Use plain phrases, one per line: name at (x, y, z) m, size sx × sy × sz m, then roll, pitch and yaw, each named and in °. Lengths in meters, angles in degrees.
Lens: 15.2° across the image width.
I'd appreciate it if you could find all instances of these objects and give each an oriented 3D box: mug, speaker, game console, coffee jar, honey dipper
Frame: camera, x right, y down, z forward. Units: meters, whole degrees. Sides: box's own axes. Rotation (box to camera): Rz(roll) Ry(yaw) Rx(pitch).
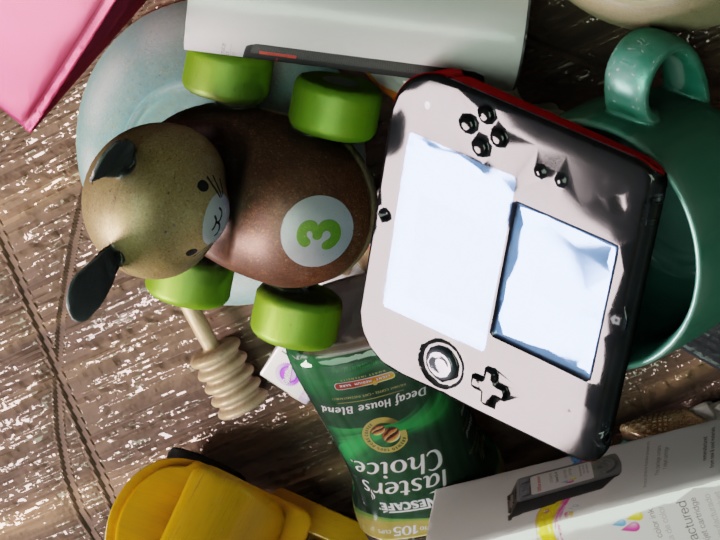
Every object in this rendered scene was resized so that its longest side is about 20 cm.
mug at (0.173, -0.039, 1.570) m, size 0.152 × 0.114 × 0.185 m, roll 53°, pitch 132°, yaw 11°
speaker at (-0.004, -0.157, 1.580) m, size 0.200 × 0.081 × 0.081 m, roll 7°, pitch 119°, yaw -3°
game console at (0.084, -0.005, 1.562) m, size 0.177 × 0.031 × 0.200 m, roll 28°, pitch 125°, yaw 30°
coffee jar at (0.028, 0.099, 1.739) m, size 0.104 × 0.085 × 0.200 m, roll -14°, pitch 126°, yaw 11°
honey dipper at (-0.121, 0.005, 1.796) m, size 0.038 × 0.038 × 0.200 m, roll -20°, pitch 105°, yaw 25°

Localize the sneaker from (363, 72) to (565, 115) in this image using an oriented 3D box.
sneaker at (0.047, -0.138, 1.655) m, size 0.092 × 0.076 × 0.200 m, roll -39°, pitch 93°, yaw 3°

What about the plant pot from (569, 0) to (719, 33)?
plant pot at (0.169, -0.215, 1.528) m, size 0.200 × 0.134 × 0.200 m, roll 7°, pitch 118°, yaw 14°

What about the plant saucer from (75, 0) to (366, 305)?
plant saucer at (-0.096, -0.071, 1.717) m, size 0.201 × 0.039 × 0.201 m, roll 4°, pitch 103°, yaw 18°

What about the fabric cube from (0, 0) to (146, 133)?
fabric cube at (-0.190, -0.242, 1.566) m, size 0.199 × 0.200 × 0.196 m, roll 39°, pitch 139°, yaw -4°

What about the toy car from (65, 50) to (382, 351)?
toy car at (-0.099, -0.037, 1.589) m, size 0.158 × 0.200 × 0.164 m, roll 20°, pitch 109°, yaw 28°

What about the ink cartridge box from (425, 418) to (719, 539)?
ink cartridge box at (0.158, 0.192, 1.684) m, size 0.200 × 0.086 × 0.148 m, roll -17°, pitch 111°, yaw 14°

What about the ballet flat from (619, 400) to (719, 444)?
ballet flat at (0.266, 0.115, 1.718) m, size 0.200 × 0.071 × 0.065 m, roll 20°, pitch 93°, yaw 4°

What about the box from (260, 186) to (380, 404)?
box at (0.000, 0.000, 1.748) m, size 0.039 × 0.041 × 0.200 m, roll 33°, pitch 120°, yaw -1°

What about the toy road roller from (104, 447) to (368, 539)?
toy road roller at (-0.074, 0.198, 1.791) m, size 0.200 × 0.146 × 0.123 m, roll 24°, pitch 77°, yaw 1°

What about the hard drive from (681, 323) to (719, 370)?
hard drive at (0.252, 0.010, 1.670) m, size 0.200 × 0.042 × 0.135 m, roll 27°, pitch 121°, yaw 3°
